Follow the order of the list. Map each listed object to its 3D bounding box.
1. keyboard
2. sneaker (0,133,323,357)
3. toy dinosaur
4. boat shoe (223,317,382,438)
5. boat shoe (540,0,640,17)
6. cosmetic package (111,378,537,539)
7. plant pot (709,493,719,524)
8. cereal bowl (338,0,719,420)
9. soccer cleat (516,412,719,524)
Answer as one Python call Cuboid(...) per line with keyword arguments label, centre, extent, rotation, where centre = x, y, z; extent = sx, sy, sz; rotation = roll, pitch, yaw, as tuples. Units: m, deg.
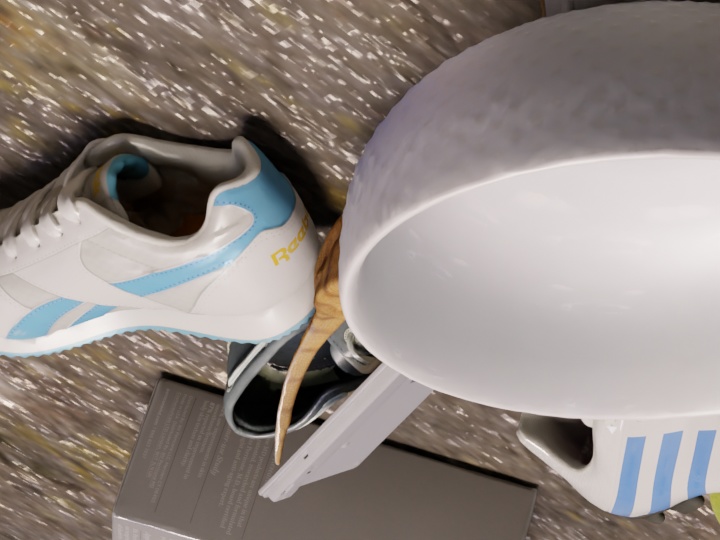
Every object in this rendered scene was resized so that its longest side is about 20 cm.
Cuboid(label="keyboard", centre=(0.023, 0.039, 0.921), extent=(0.011, 0.056, 0.200), rotation=(56, 138, 13))
Cuboid(label="sneaker", centre=(-0.111, -0.016, 0.971), extent=(0.198, 0.077, 0.081), rotation=(-5, 133, 24))
Cuboid(label="toy dinosaur", centre=(0.000, 0.000, 0.886), extent=(0.060, 0.106, 0.200), rotation=(42, 160, 1))
Cuboid(label="boat shoe", centre=(0.011, 0.026, 0.970), extent=(0.073, 0.062, 0.199), rotation=(39, 143, -27))
Cuboid(label="boat shoe", centre=(0.098, -0.128, 0.677), extent=(0.069, 0.071, 0.201), rotation=(17, 147, 7))
Cuboid(label="cosmetic package", centre=(-0.020, 0.136, 1.139), extent=(0.198, 0.091, 0.107), rotation=(15, 149, 1))
Cuboid(label="plant pot", centre=(0.230, 0.184, 0.981), extent=(0.199, 0.185, 0.201), rotation=(13, 149, 8))
Cuboid(label="cereal bowl", centre=(0.091, -0.026, 0.720), extent=(0.198, 0.084, 0.200), rotation=(1, 156, 0))
Cuboid(label="soccer cleat", centre=(0.138, 0.053, 0.937), extent=(0.086, 0.070, 0.200), rotation=(30, 147, -18))
